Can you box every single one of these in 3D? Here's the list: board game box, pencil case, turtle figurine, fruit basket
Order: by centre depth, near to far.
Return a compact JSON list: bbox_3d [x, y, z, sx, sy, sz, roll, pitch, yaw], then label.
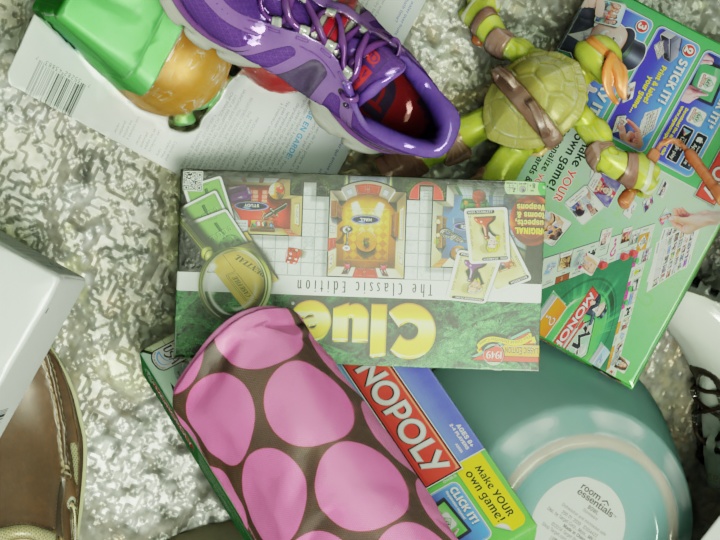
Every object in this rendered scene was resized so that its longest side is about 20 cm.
[{"bbox_3d":[-0.021,0.119,1.028,0.091,0.200,0.094,0,139,-48],"label":"pencil case"},{"bbox_3d":[0.000,0.000,1.105,0.199,0.023,0.105,1,91,-1],"label":"board game box"},{"bbox_3d":[-0.014,0.096,1.112,0.134,0.029,0.200,-28,64,-16],"label":"board game box"},{"bbox_3d":[-0.072,-0.142,1.125,0.200,0.094,0.186,27,89,-32],"label":"fruit basket"},{"bbox_3d":[0.097,-0.077,1.144,0.161,0.064,0.200,-41,73,4],"label":"turtle figurine"},{"bbox_3d":[0.147,-0.050,1.183,0.134,0.029,0.200,29,88,9],"label":"board game box"}]

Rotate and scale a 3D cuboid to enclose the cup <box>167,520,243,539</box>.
[{"bbox_3d":[-0.053,0.253,1.133,0.199,0.143,0.201,-2,97,-16],"label":"cup"}]

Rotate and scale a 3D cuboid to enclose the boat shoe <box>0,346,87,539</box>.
[{"bbox_3d":[-0.183,0.134,1.119,0.074,0.075,0.203,-5,98,-15],"label":"boat shoe"}]

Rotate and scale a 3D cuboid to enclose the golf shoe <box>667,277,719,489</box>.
[{"bbox_3d":[0.230,0.083,1.225,0.200,0.078,0.095,44,85,-14],"label":"golf shoe"}]

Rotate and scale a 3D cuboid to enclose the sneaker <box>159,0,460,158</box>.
[{"bbox_3d":[-0.018,-0.124,1.059,0.200,0.083,0.081,33,86,-34],"label":"sneaker"}]

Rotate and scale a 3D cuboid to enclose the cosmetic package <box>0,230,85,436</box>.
[{"bbox_3d":[-0.279,0.042,1.037,0.200,0.123,0.200,30,88,-1],"label":"cosmetic package"}]

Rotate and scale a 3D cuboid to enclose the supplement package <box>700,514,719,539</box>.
[{"bbox_3d":[0.243,0.191,1.147,0.111,0.156,0.200,43,122,19],"label":"supplement package"}]

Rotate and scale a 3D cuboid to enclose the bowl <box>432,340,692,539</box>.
[{"bbox_3d":[0.113,0.144,1.186,0.200,0.105,0.202,-2,98,-15],"label":"bowl"}]
